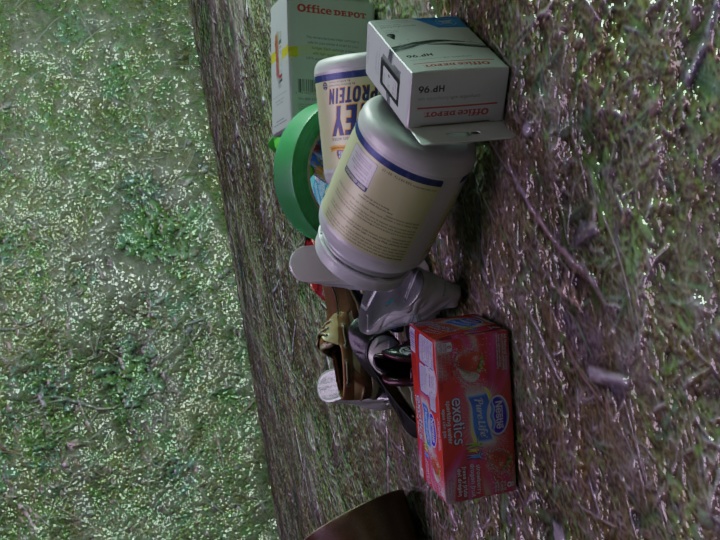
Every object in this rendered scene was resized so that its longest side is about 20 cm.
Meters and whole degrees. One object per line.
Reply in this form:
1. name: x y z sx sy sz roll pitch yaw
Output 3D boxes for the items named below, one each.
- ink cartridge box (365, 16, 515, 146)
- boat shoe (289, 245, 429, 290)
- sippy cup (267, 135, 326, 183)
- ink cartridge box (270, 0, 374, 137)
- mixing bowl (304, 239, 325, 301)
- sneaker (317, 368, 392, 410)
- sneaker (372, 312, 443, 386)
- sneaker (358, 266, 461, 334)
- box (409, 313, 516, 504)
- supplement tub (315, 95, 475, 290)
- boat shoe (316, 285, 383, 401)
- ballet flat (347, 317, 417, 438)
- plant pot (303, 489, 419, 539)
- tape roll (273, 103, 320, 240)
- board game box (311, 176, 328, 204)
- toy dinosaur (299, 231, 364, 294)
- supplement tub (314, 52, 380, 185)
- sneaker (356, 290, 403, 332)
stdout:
1. ink cartridge box: 0.088 -0.214 1.169 0.200 0.115 0.068 -118 26 -52
2. boat shoe: 0.000 0.000 1.502 0.069 0.198 0.073 26 -118 -83
3. sippy cup: -0.058 -0.208 1.683 0.130 0.178 0.140 42 165 -6
4. ink cartridge box: -0.055 -0.301 1.580 0.083 0.144 0.202 169 101 -65
5. mixing bowl: -0.031 -0.018 1.761 0.200 0.107 0.202 172 90 -76
6. sneaker: 0.042 0.175 1.641 0.199 0.115 0.074 -11 72 41
7. sneaker: 0.064 0.103 1.422 0.200 0.114 0.076 -140 45 -70
8. sneaker: 0.060 0.050 1.405 0.200 0.080 0.071 -23 56 60
9. box: 0.122 0.162 1.263 0.100 0.095 0.202 -148 52 -73
10. supplement tub: 0.036 -0.090 1.258 0.201 0.144 0.146 -64 32 34
11. boat shoe: -0.026 0.100 1.571 0.076 0.073 0.201 115 139 -59
12. ballet flat: 0.056 0.148 1.506 0.201 0.068 0.068 56 158 -2
13. plant pot: 0.032 0.482 1.672 0.201 0.186 0.187 61 159 19
14. tape roll: -0.029 -0.139 1.499 0.048 0.199 0.203 7 105 51
15. board game box: -0.049 -0.161 1.880 0.200 0.046 0.152 109 150 -60
16. toy dinosaur: -0.036 -0.044 1.579 0.202 0.088 0.047 69 -167 14
17. supplement tub: 0.017 -0.185 1.408 0.145 0.144 0.202 -162 65 -74
18. sneaker: 0.022 0.048 1.589 0.200 0.078 0.067 -117 28 -73
